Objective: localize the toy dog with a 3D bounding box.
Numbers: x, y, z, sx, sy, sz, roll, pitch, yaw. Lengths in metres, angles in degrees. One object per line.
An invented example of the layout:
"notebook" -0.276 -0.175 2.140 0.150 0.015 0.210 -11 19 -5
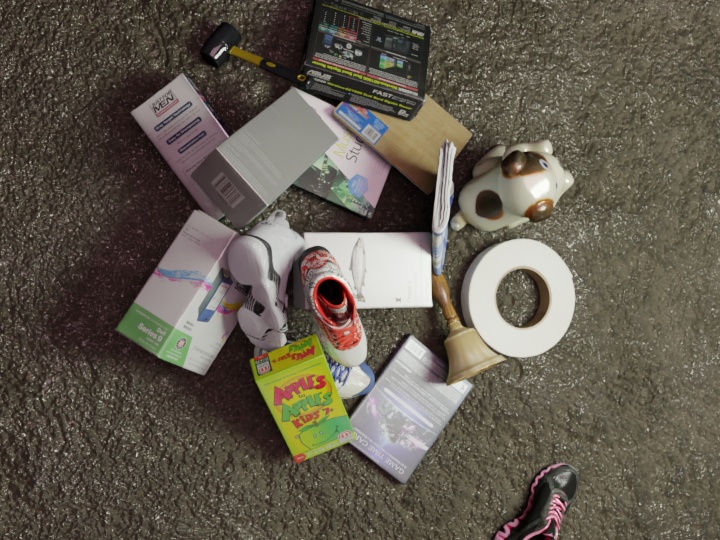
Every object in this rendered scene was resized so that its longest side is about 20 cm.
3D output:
"toy dog" 0.240 -0.134 1.143 0.193 0.200 0.140 -22 93 -15

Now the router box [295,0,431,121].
"router box" 0.008 -0.336 1.137 0.199 0.062 0.151 14 65 -13

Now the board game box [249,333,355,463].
"board game box" -0.081 0.193 1.064 0.101 0.048 0.201 -21 131 -5

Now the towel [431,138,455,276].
"towel" 0.127 -0.089 1.105 0.024 0.200 0.148 6 71 8

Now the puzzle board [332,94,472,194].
"puzzle board" 0.069 -0.235 1.169 0.200 0.017 0.151 39 63 -4

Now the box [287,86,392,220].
"box" -0.049 -0.185 1.153 0.199 0.036 0.145 22 83 -12

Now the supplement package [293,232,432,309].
"supplement package" 0.000 0.000 1.118 0.199 0.117 0.118 -1 91 -14

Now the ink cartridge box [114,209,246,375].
"ink cartridge box" -0.231 0.034 1.034 0.087 0.145 0.201 26 79 20

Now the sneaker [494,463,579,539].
"sneaker" 0.310 0.414 1.201 0.079 0.095 0.200 40 78 -9

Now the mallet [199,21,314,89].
"mallet" -0.147 -0.321 1.083 0.199 0.041 0.066 21 74 21

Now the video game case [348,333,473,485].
"video game case" 0.075 0.226 1.183 0.143 0.019 0.200 39 80 -10

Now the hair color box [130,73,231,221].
"hair color box" -0.237 -0.180 1.079 0.100 0.061 0.200 -35 98 3

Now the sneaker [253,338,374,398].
"sneaker" -0.066 0.156 1.113 0.199 0.088 0.076 16 83 -15

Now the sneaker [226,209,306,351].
"sneaker" -0.121 0.014 1.021 0.115 0.075 0.201 -55 147 -46

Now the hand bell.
"hand bell" 0.147 0.075 1.175 0.104 0.104 0.201 -20 77 -14

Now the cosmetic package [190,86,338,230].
"cosmetic package" -0.131 -0.163 1.027 0.107 0.090 0.200 49 44 -8

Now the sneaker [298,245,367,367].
"sneaker" -0.031 0.072 0.999 0.067 0.108 0.202 -21 115 -5

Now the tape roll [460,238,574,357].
"tape roll" 0.270 0.047 1.231 0.202 0.037 0.204 0 88 -14
